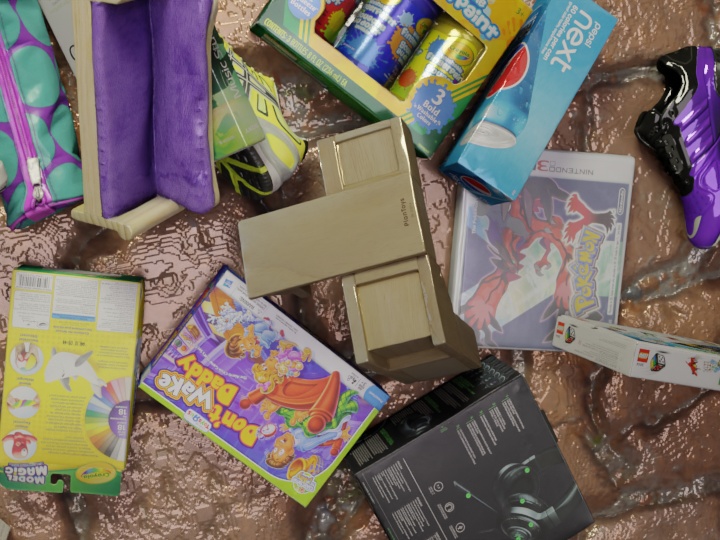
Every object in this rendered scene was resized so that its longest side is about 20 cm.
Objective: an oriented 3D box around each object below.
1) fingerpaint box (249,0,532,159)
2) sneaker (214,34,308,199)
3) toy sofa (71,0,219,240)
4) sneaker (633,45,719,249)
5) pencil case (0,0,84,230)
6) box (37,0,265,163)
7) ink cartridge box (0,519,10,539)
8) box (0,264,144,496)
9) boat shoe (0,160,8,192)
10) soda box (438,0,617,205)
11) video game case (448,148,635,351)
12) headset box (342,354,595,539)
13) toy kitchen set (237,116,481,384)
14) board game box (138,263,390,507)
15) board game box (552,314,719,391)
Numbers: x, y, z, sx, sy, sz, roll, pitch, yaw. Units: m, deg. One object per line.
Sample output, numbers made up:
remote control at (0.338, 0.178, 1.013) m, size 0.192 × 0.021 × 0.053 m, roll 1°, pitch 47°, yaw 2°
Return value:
fingerpaint box at (0.027, -0.229, 0.902) m, size 0.199 × 0.073 × 0.168 m, roll 36°, pitch 90°, yaw -14°
sneaker at (-0.123, -0.163, 0.892) m, size 0.076 × 0.075 × 0.201 m, roll -37°, pitch 102°, yaw -38°
toy sofa at (-0.174, -0.132, 0.787) m, size 0.097 × 0.083 × 0.202 m, roll 15°, pitch 117°, yaw 22°
sneaker at (0.320, -0.123, 0.986) m, size 0.098 × 0.070 × 0.203 m, roll 1°, pitch 94°, yaw -5°
pencil case at (-0.289, -0.142, 0.839) m, size 0.084 × 0.092 × 0.202 m, roll -18°, pitch 100°, yaw -9°
box at (-0.181, -0.177, 0.842) m, size 0.143 × 0.036 × 0.202 m, roll -18°, pitch 104°, yaw 34°
ink cartridge box at (-0.404, 0.201, 0.849) m, size 0.067 × 0.117 × 0.200 m, roll -45°, pitch 104°, yaw -3°
box at (-0.262, 0.102, 0.900) m, size 0.116 × 0.048 × 0.203 m, roll 6°, pitch 94°, yaw -9°
boat shoe at (-0.368, -0.045, 0.824) m, size 0.198 × 0.071 × 0.064 m, roll -10°, pitch 112°, yaw 24°
soda box at (0.156, -0.164, 0.929) m, size 0.067 × 0.064 × 0.201 m, roll 32°, pitch 83°, yaw -10°
video game case at (0.179, -0.020, 0.988) m, size 0.180 × 0.023 × 0.203 m, roll 3°, pitch 97°, yaw -12°
headset box at (0.108, 0.205, 0.968) m, size 0.199 × 0.093 × 0.175 m, roll -31°, pitch 102°, yaw -6°
toy kitchen set at (0.000, 0.000, 0.916) m, size 0.161 × 0.180 × 0.203 m, roll -14°, pitch 74°, yaw 14°
board game box at (-0.090, 0.110, 0.939) m, size 0.199 × 0.045 × 0.135 m, roll 38°, pitch 89°, yaw -14°
board game box at (0.303, 0.084, 0.958) m, size 0.198 × 0.126 × 0.035 m, roll 11°, pitch 95°, yaw -23°
